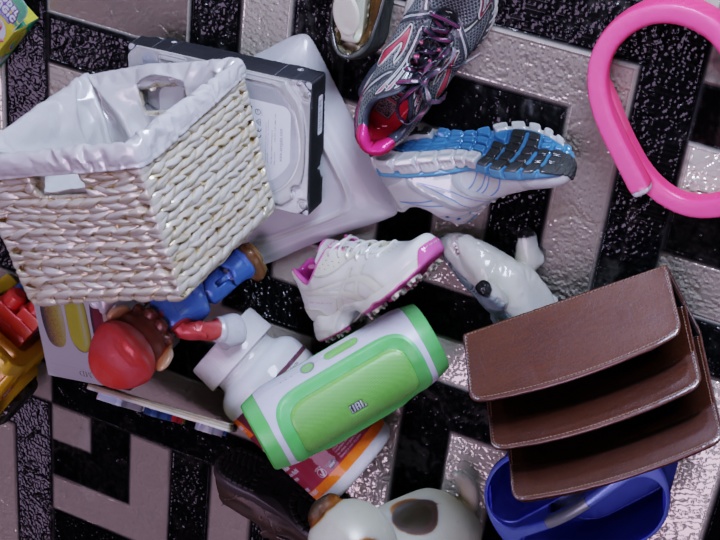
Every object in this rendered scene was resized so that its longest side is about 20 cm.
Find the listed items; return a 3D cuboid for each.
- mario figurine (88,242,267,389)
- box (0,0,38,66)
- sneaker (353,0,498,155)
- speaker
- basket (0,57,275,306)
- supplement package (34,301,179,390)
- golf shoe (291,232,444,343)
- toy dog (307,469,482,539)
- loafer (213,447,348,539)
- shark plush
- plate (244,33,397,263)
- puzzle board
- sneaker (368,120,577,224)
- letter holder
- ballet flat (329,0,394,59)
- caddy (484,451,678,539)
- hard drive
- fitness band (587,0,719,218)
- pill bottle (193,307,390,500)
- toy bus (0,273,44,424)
[{"bbox_3d":[-0.191,0.041,1.438,0.123,0.200,0.106,32,160,43],"label":"mario figurine"},{"bbox_3d":[-0.421,-0.256,1.496,0.117,0.048,0.200,48,129,-4],"label":"box"},{"bbox_3d":[0.058,-0.184,1.265,0.080,0.075,0.201,26,125,-7],"label":"sneaker"},{"bbox_3d":[-0.015,0.114,1.410,0.199,0.088,0.089,-30,105,-6],"label":"speaker"},{"bbox_3d":[-0.210,-0.080,1.307,0.197,0.200,0.162,-2,117,28],"label":"basket"},{"bbox_3d":[-0.277,0.009,1.530,0.113,0.110,0.202,7,120,24],"label":"supplement package"},{"bbox_3d":[0.000,0.000,1.399,0.200,0.075,0.092,-33,89,45],"label":"golf shoe"},{"bbox_3d":[0.030,0.292,1.463,0.194,0.199,0.140,-53,50,23],"label":"toy dog"},{"bbox_3d":[-0.077,0.271,1.609,0.199,0.073,0.071,31,137,14],"label":"loafer"},{"bbox_3d":[0.155,0.037,1.380,0.200,0.091,0.083,44,150,-27],"label":"shark plush"},{"bbox_3d":[-0.088,-0.109,1.417,0.198,0.032,0.201,-18,107,34],"label":"plate"},{"bbox_3d":[-0.206,0.151,1.522,0.149,0.200,0.018,16,82,-1],"label":"puzzle board"},{"bbox_3d":[0.109,-0.084,1.317,0.198,0.075,0.087,4,129,31],"label":"sneaker"},{"bbox_3d":[0.205,0.107,1.275,0.198,0.143,0.101,-20,134,19],"label":"letter holder"},{"bbox_3d":[0.007,-0.274,1.253,0.067,0.068,0.202,16,123,17],"label":"ballet flat"},{"bbox_3d":[0.213,0.209,1.394,0.142,0.105,0.200,48,127,-6],"label":"caddy"},{"bbox_3d":[-0.130,-0.141,1.379,0.198,0.038,0.141,16,122,20],"label":"hard drive"},{"bbox_3d":[0.274,-0.135,1.215,0.143,0.037,0.201,-19,108,33],"label":"fitness band"},{"bbox_3d":[-0.073,0.140,1.500,0.200,0.110,0.110,43,127,-1],"label":"pill bottle"},{"bbox_3d":[-0.418,0.092,1.601,0.136,0.200,0.192,45,119,-3],"label":"toy bus"}]
